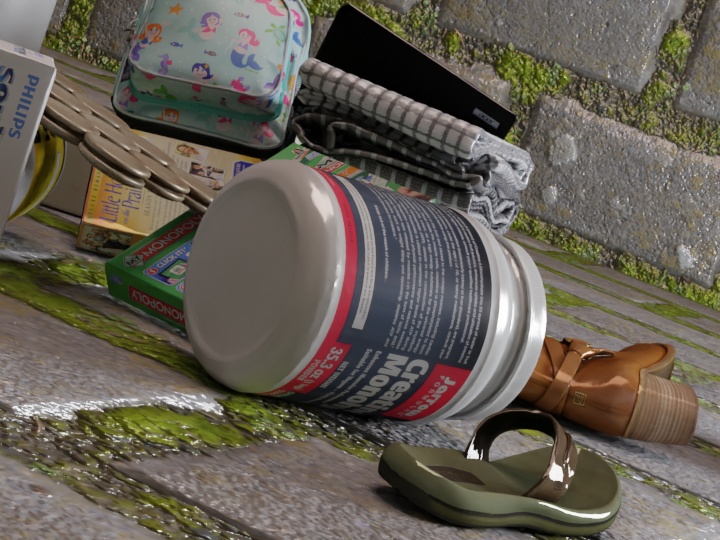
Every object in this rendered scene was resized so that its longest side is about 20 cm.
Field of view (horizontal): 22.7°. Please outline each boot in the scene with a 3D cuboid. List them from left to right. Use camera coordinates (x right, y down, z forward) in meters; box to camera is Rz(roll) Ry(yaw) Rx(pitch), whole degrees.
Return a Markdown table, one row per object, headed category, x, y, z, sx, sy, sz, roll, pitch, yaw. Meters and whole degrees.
| category | x | y | z | sx | sy | sz | roll | pitch | yaw |
| --- | --- | --- | --- | --- | --- | --- | --- | --- | --- |
| boot | 0.178 | 0.081 | 1.443 | 0.154 | 0.074 | 0.200 | 15 | 4 | -5 |

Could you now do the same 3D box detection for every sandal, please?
| category | x | y | z | sx | sy | sz | roll | pitch | yaw |
| --- | --- | --- | --- | --- | --- | --- | --- | --- | --- |
| sandal | 0.090 | 0.108 | 0.998 | 0.080 | 0.058 | 0.201 | 25 | 8 | 35 |

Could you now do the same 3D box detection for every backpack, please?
| category | x | y | z | sx | sy | sz | roll | pitch | yaw |
| --- | --- | --- | --- | --- | --- | --- | --- | --- | --- |
| backpack | -0.133 | -0.191 | 1.658 | 0.177 | 0.151 | 0.201 | 14 | 51 | 1 |

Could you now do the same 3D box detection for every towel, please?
| category | x | y | z | sx | sy | sz | roll | pitch | yaw |
| --- | --- | --- | --- | --- | --- | --- | --- | --- | --- |
| towel | 0.040 | -0.088 | 1.415 | 0.165 | 0.086 | 0.200 | 23 | 4 | 16 |

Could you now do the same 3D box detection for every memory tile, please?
| category | x | y | z | sx | sy | sz | roll | pitch | yaw |
| --- | --- | --- | --- | --- | --- | --- | --- | --- | --- |
| memory tile | -0.192 | -0.102 | 1.224 | 0.200 | 0.017 | 0.153 | 38 | 7 | 25 |

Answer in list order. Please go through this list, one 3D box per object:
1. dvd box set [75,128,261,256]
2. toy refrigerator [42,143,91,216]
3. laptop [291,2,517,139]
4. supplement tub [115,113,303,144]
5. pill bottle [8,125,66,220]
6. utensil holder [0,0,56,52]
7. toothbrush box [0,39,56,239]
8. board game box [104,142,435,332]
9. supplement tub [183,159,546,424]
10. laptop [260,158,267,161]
| category | x | y | z | sx | sy | sz | roll | pitch | yaw |
| --- | --- | --- | --- | --- | --- | --- | --- | --- | --- |
| dvd box set | -0.120 | -0.048 | 1.433 | 0.199 | 0.030 | 0.147 | 12 | 35 | -10 |
| toy refrigerator | -0.252 | -0.090 | 1.559 | 0.199 | 0.070 | 0.076 | 17 | 7 | -17 |
| laptop | 0.040 | -0.136 | 1.580 | 0.177 | 0.104 | 0.200 | 35 | 4 | 4 |
| supplement tub | -0.143 | -0.103 | 1.754 | 0.199 | 0.123 | 0.123 | 20 | 6 | 4 |
| pill bottle | -0.272 | -0.081 | 1.235 | 0.111 | 0.112 | 0.200 | 20 | 7 | -2 |
| utensil holder | -0.339 | -0.174 | 1.410 | 0.169 | 0.201 | 0.170 | 20 | 6 | -2 |
| toothbrush box | -0.298 | -0.090 | 1.075 | 0.199 | 0.147 | 0.085 | 18 | 7 | -13 |
| board game box | -0.059 | -0.017 | 1.242 | 0.134 | 0.029 | 0.200 | 23 | 42 | 32 |
| supplement tub | 0.004 | 0.019 | 1.109 | 0.199 | 0.141 | 0.140 | 14 | 8 | -39 |
| laptop | 0.000 | 0.000 | 1.395 | 0.186 | 0.201 | 0.116 | 18 | -28 | -9 |
